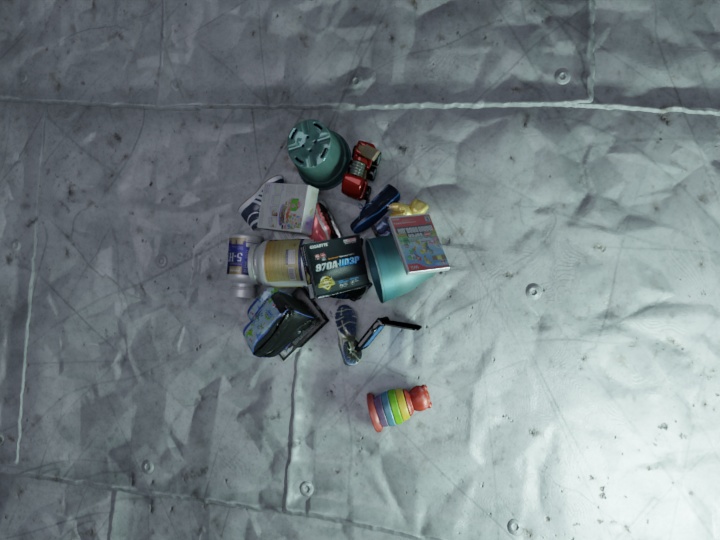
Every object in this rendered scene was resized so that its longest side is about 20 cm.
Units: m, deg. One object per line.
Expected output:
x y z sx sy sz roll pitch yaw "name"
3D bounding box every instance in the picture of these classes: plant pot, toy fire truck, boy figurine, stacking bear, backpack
-0.143 -0.382 1.710 0.192 0.196 0.209 -1 86 11 "plant pot"
0.005 -0.324 1.676 0.124 0.200 0.182 18 90 11 "toy fire truck"
0.126 -0.169 1.706 0.197 0.065 0.126 -34 115 5 "boy figurine"
0.126 0.421 1.660 0.193 0.114 0.126 -19 83 4 "stacking bear"
0.127 -0.023 1.647 0.181 0.200 0.207 -15 84 -5 "plant pot"
-0.270 0.164 1.660 0.201 0.182 0.148 -47 59 10 "backpack"

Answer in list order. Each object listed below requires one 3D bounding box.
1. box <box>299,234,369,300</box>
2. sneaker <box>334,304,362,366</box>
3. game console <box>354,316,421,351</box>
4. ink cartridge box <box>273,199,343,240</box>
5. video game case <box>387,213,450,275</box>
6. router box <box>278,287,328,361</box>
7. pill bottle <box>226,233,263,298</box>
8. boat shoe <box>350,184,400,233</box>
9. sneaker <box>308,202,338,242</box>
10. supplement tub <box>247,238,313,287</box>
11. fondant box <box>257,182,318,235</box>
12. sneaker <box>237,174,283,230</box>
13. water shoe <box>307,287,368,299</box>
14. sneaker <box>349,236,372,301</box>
-0.076 -0.012 1.589 0.194 0.046 0.165 -11 87 -32 "box"
-0.050 0.214 1.718 0.074 0.086 0.207 0 62 -18 "sneaker"
0.088 0.205 1.628 0.116 0.200 0.177 41 94 11 "game console"
-0.166 -0.113 1.754 0.196 0.084 0.147 -32 82 8 "ink cartridge box"
0.172 -0.082 1.580 0.138 0.018 0.205 -6 59 -19 "video game case"
-0.222 0.176 1.764 0.199 0.051 0.150 -42 79 6 "router box"
-0.387 -0.013 1.772 0.115 0.120 0.209 2 87 10 "pill bottle"
0.040 -0.201 1.734 0.198 0.085 0.069 -38 73 -11 "boat shoe"
-0.121 -0.107 1.678 0.085 0.073 0.206 -25 79 20 "sneaker"
-0.240 -0.022 1.649 0.192 0.144 0.151 -2 86 9 "supplement tub"
-0.233 -0.197 1.682 0.195 0.058 0.150 9 88 36 "fondant box"
-0.316 -0.223 1.796 0.198 0.070 0.110 -39 77 12 "sneaker"
-0.071 0.063 1.674 0.192 0.079 0.074 -3 103 15 "water shoe"
0.000 0.000 1.723 0.109 0.073 0.206 22 105 7 "sneaker"
